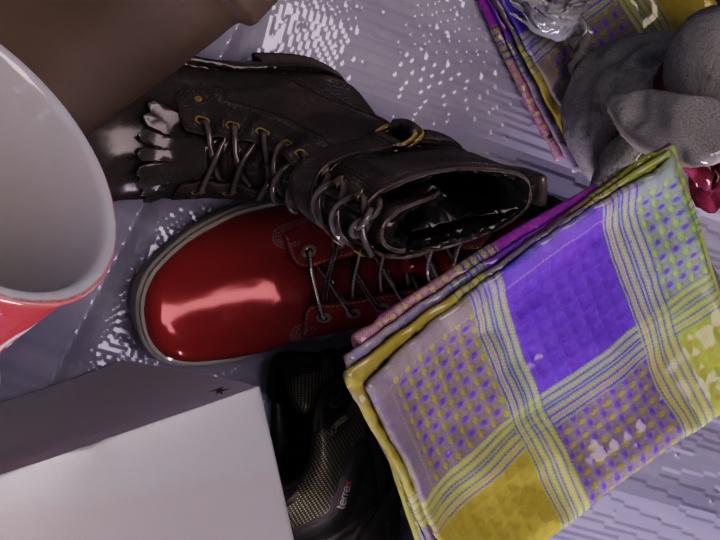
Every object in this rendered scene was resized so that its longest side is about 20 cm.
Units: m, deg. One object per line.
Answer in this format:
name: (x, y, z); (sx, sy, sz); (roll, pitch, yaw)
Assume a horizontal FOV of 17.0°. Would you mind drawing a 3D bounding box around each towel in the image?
towel: (0.122, -0.168, 1.271); (0.143, 0.023, 0.201); (-35, 109, -23)
towel: (0.090, 0.048, 1.090); (0.200, 0.023, 0.144); (-32, 116, -22)

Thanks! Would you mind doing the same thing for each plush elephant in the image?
plush elephant: (0.182, -0.081, 1.207); (0.200, 0.155, 0.165); (45, 73, -24)

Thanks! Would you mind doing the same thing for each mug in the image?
mug: (-0.192, 0.012, 0.915); (0.177, 0.200, 0.134); (2, 54, -54)

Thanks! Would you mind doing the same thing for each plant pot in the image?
plant pot: (-0.151, -0.131, 1.039); (0.200, 0.200, 0.174); (39, 91, -26)

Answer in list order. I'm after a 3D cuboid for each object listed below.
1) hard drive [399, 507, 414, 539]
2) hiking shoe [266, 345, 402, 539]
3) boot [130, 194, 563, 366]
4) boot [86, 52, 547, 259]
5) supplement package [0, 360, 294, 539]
hard drive: (0.030, 0.149, 1.171); (0.025, 0.132, 0.200); (47, 71, -16)
hiking shoe: (0.007, 0.065, 1.187); (0.200, 0.076, 0.101); (-51, 118, -17)
boot: (0.000, 0.000, 1.141); (0.199, 0.144, 0.073); (-18, 103, -26)
boot: (-0.037, -0.048, 1.094); (0.199, 0.174, 0.070); (-14, 117, -29)
supplement package: (-0.135, 0.166, 1.070); (0.190, 0.147, 0.201); (-17, 101, -28)
